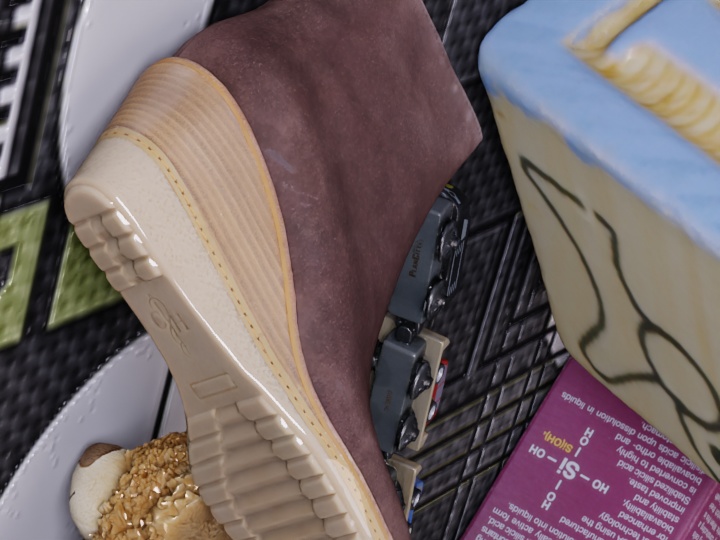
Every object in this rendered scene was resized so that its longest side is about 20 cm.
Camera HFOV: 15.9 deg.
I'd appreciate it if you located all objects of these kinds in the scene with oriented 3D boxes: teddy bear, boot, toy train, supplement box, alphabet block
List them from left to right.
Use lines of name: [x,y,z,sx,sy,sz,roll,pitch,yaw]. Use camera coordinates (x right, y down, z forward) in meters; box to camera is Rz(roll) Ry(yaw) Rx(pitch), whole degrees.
teddy bear: [-0.105,0.137,0.927,0.145,0.067,0.200,-12,134,-46]
boot: [0.000,0.000,0.872,0.166,0.072,0.200,-44,114,-38]
toy train: [0.017,0.050,1.085,0.046,0.034,0.201,-47,153,-53]
supplement box: [0.127,0.137,1.294,0.200,0.103,0.131,-58,155,-8]
alphabet block: [0.191,-0.034,1.065,0.196,0.195,0.200,-35,140,-13]
